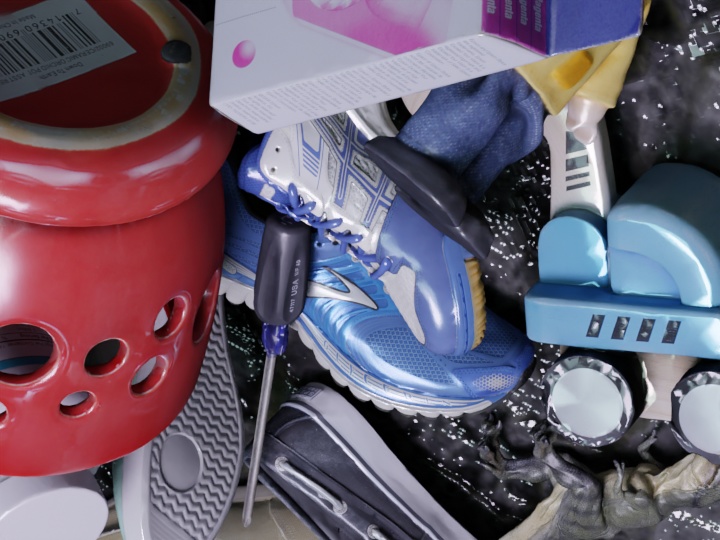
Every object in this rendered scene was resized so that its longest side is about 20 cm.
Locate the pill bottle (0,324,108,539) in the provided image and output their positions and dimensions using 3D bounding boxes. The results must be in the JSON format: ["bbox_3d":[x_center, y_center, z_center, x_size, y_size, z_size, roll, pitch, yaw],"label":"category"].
[{"bbox_3d":[-0.196,0.057,1.450,0.200,0.111,0.111,59,141,34],"label":"pill bottle"}]

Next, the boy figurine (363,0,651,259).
[{"bbox_3d":[0.092,-0.100,1.285,0.064,0.200,0.124,38,171,34],"label":"boy figurine"}]

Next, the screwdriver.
[{"bbox_3d":[-0.044,0.051,1.459,0.028,0.029,0.200,23,133,18],"label":"screwdriver"}]

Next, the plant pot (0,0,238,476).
[{"bbox_3d":[-0.154,-0.033,1.338,0.200,0.200,0.183,26,133,7],"label":"plant pot"}]

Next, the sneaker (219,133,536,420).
[{"bbox_3d":[0.000,0.000,1.451,0.200,0.079,0.089,30,133,5],"label":"sneaker"}]

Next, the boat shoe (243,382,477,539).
[{"bbox_3d":[0.017,0.153,1.542,0.200,0.068,0.072,49,155,-8],"label":"boat shoe"}]

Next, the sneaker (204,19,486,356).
[{"bbox_3d":[-0.013,-0.040,1.382,0.200,0.088,0.075,62,161,9],"label":"sneaker"}]

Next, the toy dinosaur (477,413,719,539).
[{"bbox_3d":[0.106,0.111,1.501,0.200,0.047,0.088,-26,115,41],"label":"toy dinosaur"}]

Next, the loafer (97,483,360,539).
[{"bbox_3d":[-0.093,0.163,1.618,0.200,0.068,0.076,-15,115,34],"label":"loafer"}]

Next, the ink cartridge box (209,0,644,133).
[{"bbox_3d":[0.027,-0.173,1.250,0.200,0.197,0.043,-13,154,34],"label":"ink cartridge box"}]

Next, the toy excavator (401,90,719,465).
[{"bbox_3d":[0.118,-0.026,1.378,0.194,0.100,0.200,6,111,24],"label":"toy excavator"}]

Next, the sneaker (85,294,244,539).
[{"bbox_3d":[-0.127,0.066,1.511,0.118,0.201,0.074,-17,155,37],"label":"sneaker"}]
